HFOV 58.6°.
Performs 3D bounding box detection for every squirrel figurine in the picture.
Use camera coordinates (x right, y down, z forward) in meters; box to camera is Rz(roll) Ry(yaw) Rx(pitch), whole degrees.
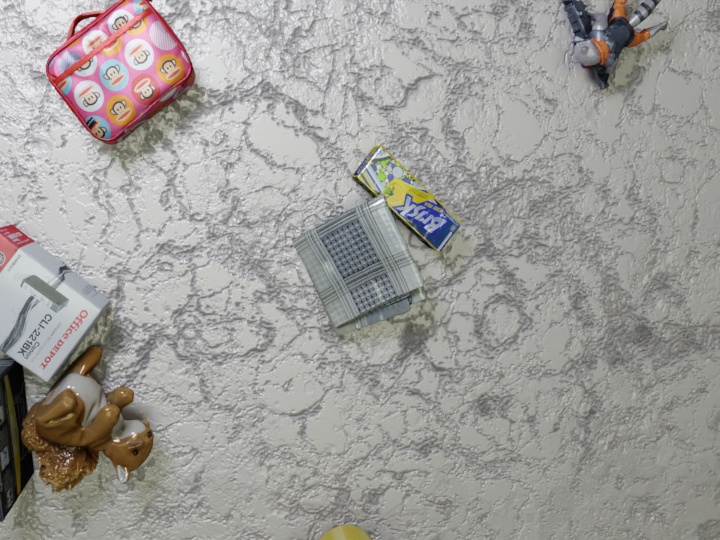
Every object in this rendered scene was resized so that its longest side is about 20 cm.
[{"bbox_3d":[-0.442,0.268,1.054,0.198,0.143,0.187,-38,115,11],"label":"squirrel figurine"}]

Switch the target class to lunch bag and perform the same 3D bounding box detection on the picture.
[{"bbox_3d":[-0.372,-0.317,0.988,0.199,0.082,0.178,-39,101,-5],"label":"lunch bag"}]

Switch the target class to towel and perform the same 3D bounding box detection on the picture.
[{"bbox_3d":[0.000,0.000,1.107,0.188,0.035,0.204,-23,104,14],"label":"towel"}]

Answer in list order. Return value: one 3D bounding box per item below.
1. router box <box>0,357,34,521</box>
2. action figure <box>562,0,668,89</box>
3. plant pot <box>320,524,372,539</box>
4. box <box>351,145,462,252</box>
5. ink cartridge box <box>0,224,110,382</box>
[{"bbox_3d":[-0.565,0.258,0.997,0.050,0.157,0.208,-3,99,-11],"label":"router box"},{"bbox_3d":[0.436,-0.439,1.127,0.193,0.104,0.202,-43,107,-12],"label":"action figure"},{"bbox_3d":[-0.016,0.565,1.146,0.193,0.189,0.208,-2,100,-11],"label":"plant pot"},{"bbox_3d":[0.081,-0.123,1.120,0.199,0.064,0.071,41,90,-14],"label":"box"},{"bbox_3d":[-0.520,0.052,1.010,0.199,0.084,0.146,40,89,-15],"label":"ink cartridge box"}]
